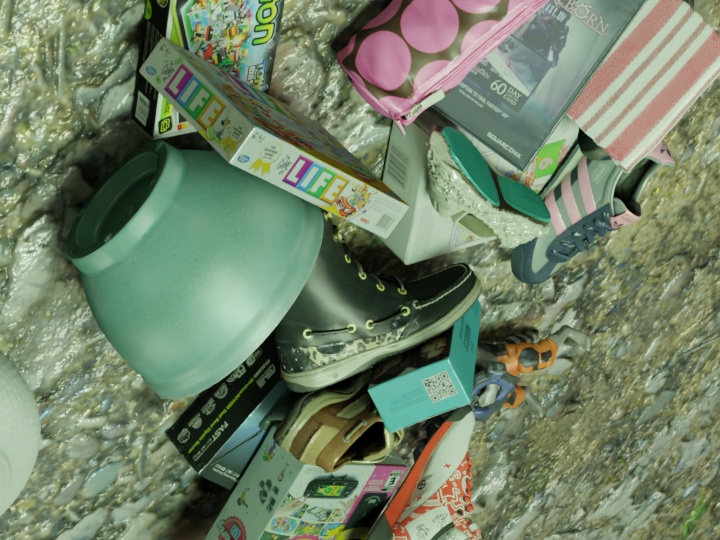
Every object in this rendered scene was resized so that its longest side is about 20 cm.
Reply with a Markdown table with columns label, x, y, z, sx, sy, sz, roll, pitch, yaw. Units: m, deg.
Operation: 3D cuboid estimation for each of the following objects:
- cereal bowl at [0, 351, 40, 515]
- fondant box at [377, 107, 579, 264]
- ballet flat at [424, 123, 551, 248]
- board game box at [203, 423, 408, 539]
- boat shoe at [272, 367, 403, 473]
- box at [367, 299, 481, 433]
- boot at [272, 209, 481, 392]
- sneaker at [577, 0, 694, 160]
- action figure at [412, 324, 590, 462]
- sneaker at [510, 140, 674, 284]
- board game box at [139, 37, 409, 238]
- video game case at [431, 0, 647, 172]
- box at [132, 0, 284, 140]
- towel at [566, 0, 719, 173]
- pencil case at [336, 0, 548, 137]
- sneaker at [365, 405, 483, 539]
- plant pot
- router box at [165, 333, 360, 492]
| label | x | y | z | sx | sy | sz | roll | pitch | yaw |
| --- | --- | --- | --- | --- | --- | --- | --- | --- | --- |
| cereal bowl | -0.345 | 0.158 | 1.508 | 0.200 | 0.083 | 0.201 | -26 | 138 | -25 |
| fondant box | 0.115 | -0.099 | 1.720 | 0.200 | 0.058 | 0.145 | -15 | 133 | -32 |
| ballet flat | 0.101 | -0.063 | 1.644 | 0.072 | 0.072 | 0.200 | -51 | 141 | 7 |
| board game box | -0.064 | 0.244 | 1.758 | 0.147 | 0.064 | 0.200 | 9 | 120 | -46 |
| boat shoe | 0.000 | 0.144 | 1.689 | 0.200 | 0.074 | 0.076 | -17 | 141 | -56 |
| box | 0.061 | 0.070 | 1.704 | 0.082 | 0.200 | 0.049 | -22 | 110 | 15 |
| boot | 0.000 | 0.001 | 1.641 | 0.203 | 0.073 | 0.154 | -27 | 109 | -15 |
| sneaker | 0.222 | -0.201 | 1.674 | 0.114 | 0.076 | 0.200 | 35 | 69 | -25 |
| action figure | 0.115 | 0.116 | 1.912 | 0.193 | 0.105 | 0.200 | 1 | 148 | -35 |
| sneaker | 0.216 | -0.054 | 1.740 | 0.070 | 0.082 | 0.200 | 5 | 124 | -47 |
| board game box | -0.065 | -0.100 | 1.434 | 0.034 | 0.134 | 0.200 | -53 | 142 | 10 |
| video game case | 0.141 | -0.207 | 1.596 | 0.200 | 0.143 | 0.019 | -55 | 178 | 12 |
| box | -0.112 | -0.203 | 1.436 | 0.110 | 0.035 | 0.200 | -15 | 133 | -33 |
| towel | 0.211 | -0.204 | 1.623 | 0.146 | 0.200 | 0.030 | -47 | 178 | 2 |
| pencil case | 0.081 | -0.206 | 1.544 | 0.200 | 0.094 | 0.091 | -42 | 136 | 8 |
| sneaker | 0.087 | 0.230 | 1.786 | 0.202 | 0.108 | 0.067 | -55 | 174 | -31 |
| plant pot | -0.147 | -0.017 | 1.467 | 0.134 | 0.200 | 0.200 | 40 | 94 | -26 |
| router box | -0.068 | 0.148 | 1.768 | 0.150 | 0.062 | 0.200 | -49 | 142 | 6 |
